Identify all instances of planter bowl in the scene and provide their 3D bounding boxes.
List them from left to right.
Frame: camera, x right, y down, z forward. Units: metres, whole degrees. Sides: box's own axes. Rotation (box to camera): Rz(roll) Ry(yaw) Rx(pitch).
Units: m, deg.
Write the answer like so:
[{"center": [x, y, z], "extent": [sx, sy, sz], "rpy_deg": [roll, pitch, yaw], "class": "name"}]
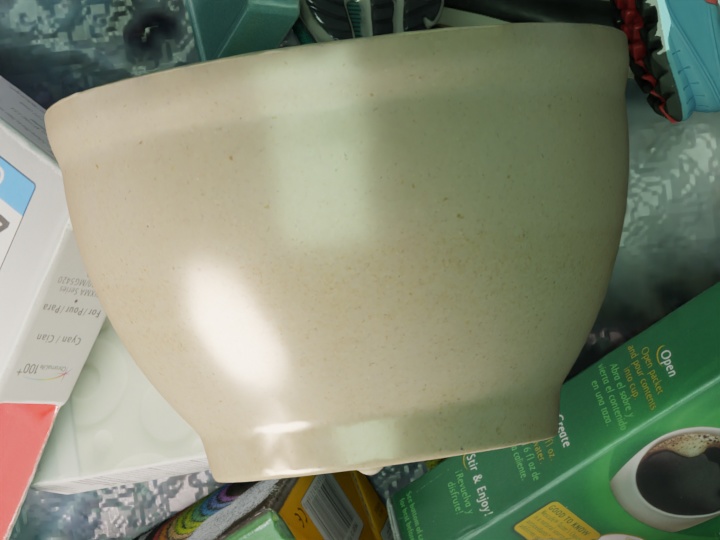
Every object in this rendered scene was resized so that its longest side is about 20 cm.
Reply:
[{"center": [0.000, 0.000, 0.837], "extent": [0.200, 0.200, 0.135], "rpy_deg": [-8, 88, 11], "class": "planter bowl"}]

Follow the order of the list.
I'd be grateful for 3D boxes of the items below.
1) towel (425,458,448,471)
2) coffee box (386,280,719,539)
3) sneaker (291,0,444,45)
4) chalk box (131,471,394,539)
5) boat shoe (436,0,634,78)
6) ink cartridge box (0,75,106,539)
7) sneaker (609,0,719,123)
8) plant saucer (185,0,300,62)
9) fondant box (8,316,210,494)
[{"center": [0.130, 0.057, 0.982], "extent": [0.200, 0.018, 0.086], "rpy_deg": [-29, 134, 14], "class": "towel"}, {"center": [0.125, 0.076, 0.955], "extent": [0.200, 0.044, 0.123], "rpy_deg": [-36, 133, 20], "class": "coffee box"}, {"center": [-0.026, -0.139, 0.913], "extent": [0.077, 0.200, 0.080], "rpy_deg": [2, 136, -29], "class": "sneaker"}, {"center": [-0.071, 0.176, 1.006], "extent": [0.200, 0.125, 0.124], "rpy_deg": [-33, 95, 16], "class": "chalk box"}, {"center": [0.065, -0.115, 0.939], "extent": [0.200, 0.072, 0.068], "rpy_deg": [18, 96, 15], "class": "boat shoe"}, {"center": [-0.185, 0.000, 0.973], "extent": [0.200, 0.045, 0.176], "rpy_deg": [36, 109, 36], "class": "ink cartridge box"}, {"center": [0.127, -0.158, 0.863], "extent": [0.095, 0.079, 0.200], "rpy_deg": [-12, 105, -6], "class": "sneaker"}, {"center": [-0.060, -0.164, 0.879], "extent": [0.019, 0.070, 0.200], "rpy_deg": [-6, 70, -23], "class": "plant saucer"}, {"center": [-0.043, 0.001, 0.971], "extent": [0.200, 0.058, 0.144], "rpy_deg": [-11, 79, 11], "class": "fondant box"}]
